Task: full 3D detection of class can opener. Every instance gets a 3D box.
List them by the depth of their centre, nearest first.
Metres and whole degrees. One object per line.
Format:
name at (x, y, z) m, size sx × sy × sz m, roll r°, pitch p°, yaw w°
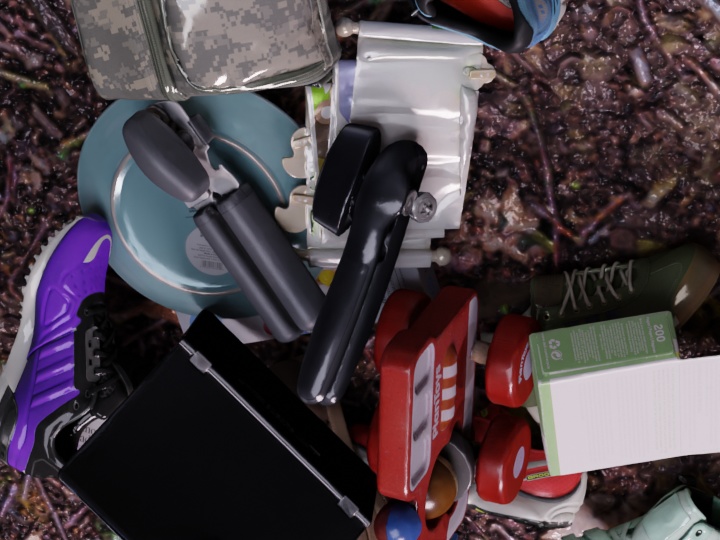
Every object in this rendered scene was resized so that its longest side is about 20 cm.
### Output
can opener at (0.000, 0.000, 1.565) m, size 0.078 × 0.063 × 0.201 m, roll 18°, pitch 98°, yaw 33°
can opener at (-0.101, -0.030, 1.577) m, size 0.053 × 0.067 × 0.201 m, roll -27°, pitch 102°, yaw 42°

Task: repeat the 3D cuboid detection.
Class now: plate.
plate at (-0.116, -0.046, 1.630) m, size 0.199 × 0.026 × 0.201 m, roll 6°, pitch 119°, yaw 10°

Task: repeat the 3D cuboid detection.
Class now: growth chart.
growth chart at (0.018, -0.087, 1.581) m, size 0.144 × 0.018 × 0.201 m, roll 8°, pitch 114°, yaw -9°

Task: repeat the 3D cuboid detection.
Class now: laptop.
laptop at (-0.094, 0.147, 1.590) m, size 0.116 × 0.200 × 0.187 m, roll -44°, pitch 94°, yaw 9°

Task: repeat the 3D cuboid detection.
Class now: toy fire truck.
toy fire truck at (0.048, 0.115, 1.585) m, size 0.111 × 0.168 × 0.201 m, roll 13°, pitch 117°, yaw 20°

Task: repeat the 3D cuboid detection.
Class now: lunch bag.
lunch bag at (-0.103, -0.219, 1.493) m, size 0.167 × 0.139 × 0.201 m, roll 2°, pitch 120°, yaw 22°

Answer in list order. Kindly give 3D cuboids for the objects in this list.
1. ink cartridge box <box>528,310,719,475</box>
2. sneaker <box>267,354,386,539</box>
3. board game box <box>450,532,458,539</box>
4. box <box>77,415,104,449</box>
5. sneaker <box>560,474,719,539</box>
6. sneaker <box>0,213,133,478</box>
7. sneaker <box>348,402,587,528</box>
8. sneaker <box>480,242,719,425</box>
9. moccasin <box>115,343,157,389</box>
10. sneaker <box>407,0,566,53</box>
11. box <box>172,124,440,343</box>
ink cartridge box at (0.225, 0.084, 1.592) m, size 0.199 × 0.048 × 0.146 m, roll -10°, pitch 146°, yaw 3°
sneaker at (-0.035, 0.168, 1.706) m, size 0.201 × 0.075 × 0.070 m, roll 67°, pitch 154°, yaw 10°
board game box at (-0.035, 0.250, 1.827) m, size 0.199 × 0.037 × 0.152 m, roll 18°, pitch 123°, yaw 3°
box at (-0.161, 0.127, 1.675) m, size 0.199 × 0.041 × 0.039 m, roll 16°, pitch 109°, yaw 20°
sneaker at (0.194, 0.205, 1.681) m, size 0.199 × 0.074 × 0.119 m, roll 0°, pitch 133°, yaw -39°
sneaker at (-0.205, 0.062, 1.639) m, size 0.099 × 0.070 × 0.201 m, roll 22°, pitch 97°, yaw 19°
sneaker at (0.084, 0.141, 1.721) m, size 0.199 × 0.077 × 0.085 m, roll 13°, pitch 81°, yaw 23°
sneaker at (0.164, 0.032, 1.629) m, size 0.090 × 0.067 × 0.200 m, roll 37°, pitch 125°, yaw -16°
moccasin at (-0.136, 0.132, 1.758) m, size 0.200 × 0.074 × 0.078 m, roll 22°, pitch 125°, yaw 1°
sneaker at (0.047, -0.214, 1.497) m, size 0.199 × 0.090 × 0.079 m, roll 30°, pitch 122°, yaw -1°
box at (-0.057, -0.028, 1.665) m, size 0.199 × 0.041 × 0.157 m, roll -8°, pitch 117°, yaw 19°
